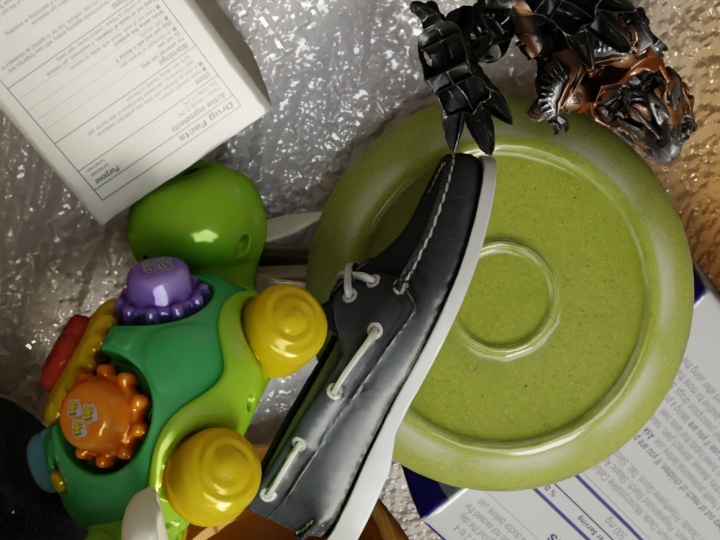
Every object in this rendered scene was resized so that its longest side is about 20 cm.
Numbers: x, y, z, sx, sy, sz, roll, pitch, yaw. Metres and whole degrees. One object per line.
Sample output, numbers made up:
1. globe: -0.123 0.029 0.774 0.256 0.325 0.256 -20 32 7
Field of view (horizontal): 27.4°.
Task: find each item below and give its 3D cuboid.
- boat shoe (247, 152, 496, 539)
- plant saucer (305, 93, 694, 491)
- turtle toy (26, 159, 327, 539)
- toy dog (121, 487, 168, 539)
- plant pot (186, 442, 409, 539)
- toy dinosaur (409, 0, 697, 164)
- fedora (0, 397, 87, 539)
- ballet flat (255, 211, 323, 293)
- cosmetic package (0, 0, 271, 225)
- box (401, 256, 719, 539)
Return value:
1. boat shoe: 0.005 0.033 0.689 0.060 0.076 0.202 22 92 -4
2. plant saucer: 0.070 0.012 0.737 0.197 0.031 0.203 0 92 2
3. turtle toy: -0.088 0.041 0.685 0.100 0.201 0.146 30 149 -11
4. toy dog: -0.170 0.177 0.591 0.197 0.141 0.194 -5 158 -7
5. plant pot: -0.034 0.231 0.849 0.199 0.201 0.184 -30 138 6
6. toy dinosaur: 0.081 -0.124 0.700 0.199 0.136 0.103 30 124 3
7. fedora: -0.184 0.123 0.741 0.200 0.201 0.092 40 91 -30
8. ballet flat: 0.000 0.000 0.782 0.197 0.068 0.063 -5 112 -11
9. cosmetic package: -0.138 -0.132 0.662 0.103 0.073 0.201 -32 123 7
10. box: 0.150 0.102 0.853 0.199 0.105 0.184 -40 120 11
